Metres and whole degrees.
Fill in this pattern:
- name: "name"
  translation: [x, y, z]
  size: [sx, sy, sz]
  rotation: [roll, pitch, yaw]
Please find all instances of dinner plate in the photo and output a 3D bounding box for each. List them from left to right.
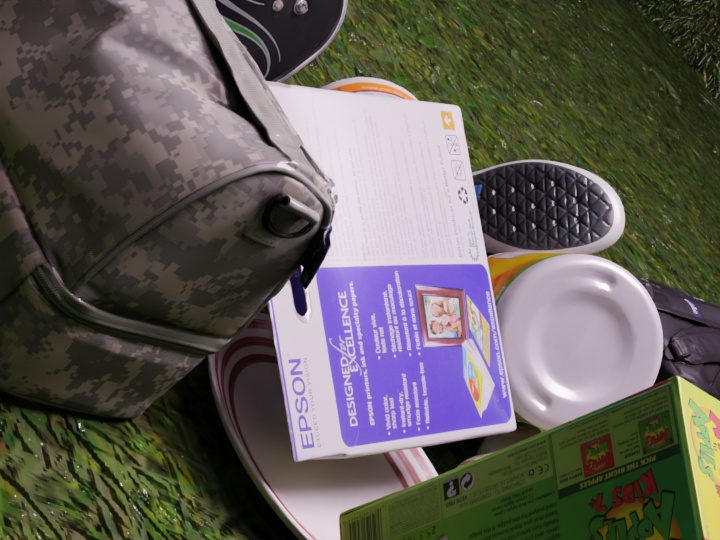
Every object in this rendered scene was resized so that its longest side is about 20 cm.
- name: "dinner plate"
  translation: [-0.015, 0.107, 0.875]
  size: [0.200, 0.024, 0.200]
  rotation: [41, 22, -20]

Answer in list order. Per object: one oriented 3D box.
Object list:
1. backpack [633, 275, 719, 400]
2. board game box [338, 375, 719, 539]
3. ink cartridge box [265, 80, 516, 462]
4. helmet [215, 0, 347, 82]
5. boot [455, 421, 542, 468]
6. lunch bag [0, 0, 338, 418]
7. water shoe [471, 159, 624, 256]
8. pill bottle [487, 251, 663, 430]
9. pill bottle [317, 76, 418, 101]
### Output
- name: "backpack"
  translation: [0.286, 0.091, 1.395]
  size: [0.199, 0.154, 0.163]
  rotation: [-1, 46, -37]
- name: "board game box"
  translation: [0.080, 0.134, 0.726]
  size: [0.048, 0.200, 0.102]
  rotation: [28, 47, -41]
- name: "ink cartridge box"
  translation: [0.000, 0.000, 0.865]
  size: [0.200, 0.043, 0.199]
  rotation: [0, 78, -52]
- name: "helmet"
  translation: [-0.113, -0.212, 0.984]
  size: [0.191, 0.200, 0.200]
  rotation: [53, 14, -33]
- name: "boot"
  translation: [0.138, 0.178, 0.961]
  size: [0.200, 0.072, 0.155]
  rotation: [45, 9, 8]
- name: "lunch bag"
  translation: [-0.115, -0.052, 0.747]
  size: [0.139, 0.168, 0.200]
  rotation: [21, 34, -52]
- name: "water shoe"
  translation: [0.103, -0.036, 1.163]
  size: [0.079, 0.199, 0.072]
  rotation: [31, 64, -59]
- name: "pill bottle"
  translation: [0.113, 0.043, 1.057]
  size: [0.111, 0.111, 0.200]
  rotation: [45, -7, -9]
- name: "pill bottle"
  translation: [0.011, -0.033, 1.056]
  size: [0.114, 0.114, 0.200]
  rotation: [36, 22, -30]
